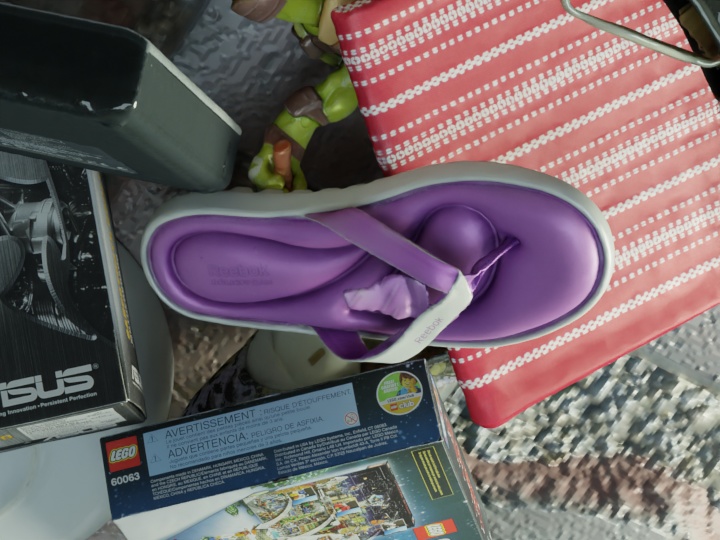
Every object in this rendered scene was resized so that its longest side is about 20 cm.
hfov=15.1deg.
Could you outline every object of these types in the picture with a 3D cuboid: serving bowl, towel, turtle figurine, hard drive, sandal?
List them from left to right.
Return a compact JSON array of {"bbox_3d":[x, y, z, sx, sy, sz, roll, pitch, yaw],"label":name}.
[{"bbox_3d":[-0.179,0.059,1.164,0.199,0.066,0.201,-2,122,-3],"label":"serving bowl"},{"bbox_3d":[-0.126,-0.065,0.963,0.139,0.200,0.033,12,87,7],"label":"hard drive"},{"bbox_3d":[0.002,-0.116,1.072,0.200,0.064,0.161,-46,130,8],"label":"turtle figurine"},{"bbox_3d":[0.003,0.006,1.055,0.202,0.050,0.083,-3,125,28],"label":"sandal"},{"bbox_3d":[0.079,-0.046,1.087,0.144,0.022,0.201,-27,119,-12],"label":"towel"}]

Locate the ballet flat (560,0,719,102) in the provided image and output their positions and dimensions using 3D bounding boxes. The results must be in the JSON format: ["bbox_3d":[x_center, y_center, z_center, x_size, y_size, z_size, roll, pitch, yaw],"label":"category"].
[{"bbox_3d":[0.084,-0.135,1.008,0.200,0.068,0.069,39,92,-4],"label":"ballet flat"}]

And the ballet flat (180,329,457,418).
[{"bbox_3d":[0.011,0.024,1.154,0.199,0.072,0.072,-17,121,-1],"label":"ballet flat"}]

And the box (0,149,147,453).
[{"bbox_3d":[-0.196,0.002,1.084,0.199,0.048,0.159,-11,78,3],"label":"box"}]

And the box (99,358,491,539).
[{"bbox_3d":[-0.020,0.105,1.158,0.136,0.038,0.200,-14,155,4],"label":"box"}]
